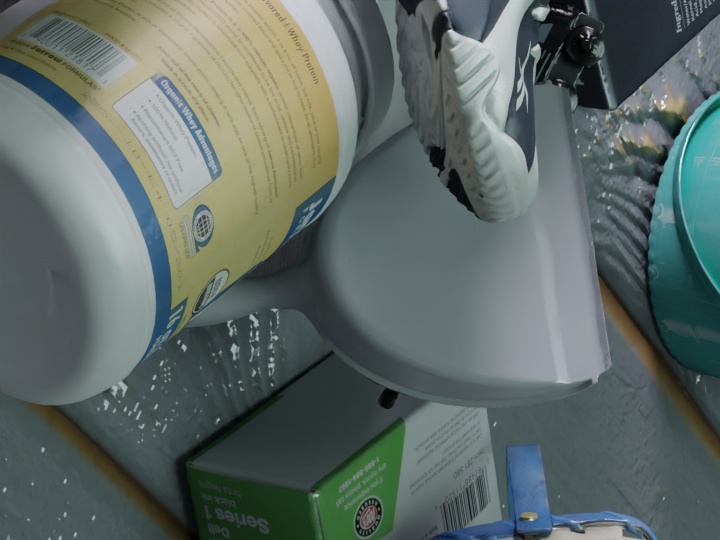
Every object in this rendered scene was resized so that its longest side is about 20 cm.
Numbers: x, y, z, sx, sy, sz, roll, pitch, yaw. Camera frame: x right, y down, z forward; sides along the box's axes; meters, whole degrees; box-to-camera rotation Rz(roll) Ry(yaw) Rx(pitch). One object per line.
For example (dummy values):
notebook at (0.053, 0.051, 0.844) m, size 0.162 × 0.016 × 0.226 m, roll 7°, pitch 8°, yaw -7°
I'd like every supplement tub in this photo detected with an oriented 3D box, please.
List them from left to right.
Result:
supplement tub at (-0.091, -0.054, 1.082) m, size 0.200 × 0.144 × 0.145 m, roll -40°, pitch 127°, yaw -41°

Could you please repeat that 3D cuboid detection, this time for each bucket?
bucket at (0.271, -0.017, 1.579) m, size 0.207 × 0.134 × 0.209 m, roll -15°, pitch 109°, yaw -52°

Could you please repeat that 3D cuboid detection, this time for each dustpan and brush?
dustpan and brush at (0.000, 0.000, 1.163) m, size 0.057 × 0.199 × 0.140 m, roll 90°, pitch -7°, yaw -77°

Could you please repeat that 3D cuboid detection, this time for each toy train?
toy train at (0.049, -0.031, 1.197) m, size 0.201 × 0.046 × 0.034 m, roll -63°, pitch -178°, yaw -4°

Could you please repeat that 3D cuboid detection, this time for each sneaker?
sneaker at (0.077, -0.128, 1.100) m, size 0.129 × 0.079 × 0.200 m, roll -13°, pitch 82°, yaw -14°

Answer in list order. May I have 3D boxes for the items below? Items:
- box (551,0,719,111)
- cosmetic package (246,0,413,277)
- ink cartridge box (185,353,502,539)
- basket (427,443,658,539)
box at (0.106, -0.174, 1.318) m, size 0.200 × 0.147 × 0.105 m, roll -42°, pitch 128°, yaw -41°
cosmetic package at (-0.017, -0.086, 1.227) m, size 0.051 × 0.082 × 0.201 m, roll 10°, pitch 90°, yaw -53°
ink cartridge box at (0.003, 0.158, 1.299) m, size 0.146 × 0.084 × 0.201 m, roll -34°, pitch 123°, yaw -47°
basket at (0.085, 0.193, 1.240) m, size 0.200 × 0.138 × 0.177 m, roll -104°, pitch -172°, yaw -74°
